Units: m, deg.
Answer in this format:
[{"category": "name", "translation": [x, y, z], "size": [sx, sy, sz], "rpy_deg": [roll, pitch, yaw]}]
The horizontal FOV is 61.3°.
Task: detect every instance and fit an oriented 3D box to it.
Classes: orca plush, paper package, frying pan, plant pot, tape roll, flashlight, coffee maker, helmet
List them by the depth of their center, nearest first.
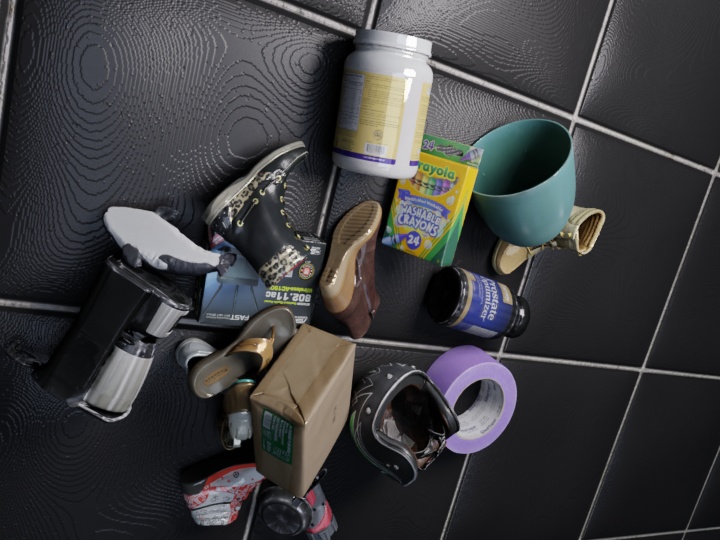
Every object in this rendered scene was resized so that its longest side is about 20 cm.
[{"category": "coffee maker", "translation": [-0.367, 0.082, 0.867], "size": [0.190, 0.134, 0.203], "rpy_deg": [30, 92, -30]}, {"category": "orca plush", "translation": [-0.280, -0.031, 0.895], "size": [0.194, 0.072, 0.108], "rpy_deg": [10, 59, -7]}, {"category": "paper package", "translation": [-0.091, 0.226, 0.993], "size": [0.192, 0.101, 0.204], "rpy_deg": [-55, 158, -46]}, {"category": "plant pot", "translation": [0.296, -0.144, 1.098], "size": [0.199, 0.200, 0.162], "rpy_deg": [-39, 130, -9]}, {"category": "helmet", "translation": [0.067, 0.272, 1.119], "size": [0.199, 0.200, 0.191], "rpy_deg": [-42, 78, -7]}, {"category": "frying pan", "translation": [-0.114, 0.440, 1.123], "size": [0.186, 0.031, 0.117], "rpy_deg": [-25, 108, 23]}, {"category": "flashlight", "translation": [-0.105, 0.427, 1.160], "size": [0.066, 0.068, 0.204], "rpy_deg": [-12, 116, 18]}, {"category": "tape roll", "translation": [0.221, 0.266, 1.257], "size": [0.194, 0.085, 0.206], "rpy_deg": [-8, 110, -23]}]

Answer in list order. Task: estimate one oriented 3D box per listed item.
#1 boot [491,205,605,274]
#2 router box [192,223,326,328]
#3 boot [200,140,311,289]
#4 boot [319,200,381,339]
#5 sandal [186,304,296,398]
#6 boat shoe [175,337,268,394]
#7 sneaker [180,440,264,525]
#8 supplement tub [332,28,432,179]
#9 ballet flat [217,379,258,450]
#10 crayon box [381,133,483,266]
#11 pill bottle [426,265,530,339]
[{"category": "boot", "translation": [0.360, -0.056, 1.175], "size": [0.200, 0.155, 0.073], "rpy_deg": [-44, 121, -6]}, {"category": "router box", "translation": [-0.164, 0.010, 0.986], "size": [0.195, 0.062, 0.154], "rpy_deg": [5, 106, -28]}, {"category": "boot", "translation": [-0.121, -0.086, 0.921], "size": [0.154, 0.073, 0.203], "rpy_deg": [48, 63, -2]}, {"category": "boot", "translation": [0.000, 0.000, 1.071], "size": [0.203, 0.071, 0.167], "rpy_deg": [-62, 147, -22]}, {"category": "sandal", "translation": [-0.179, 0.133, 0.949], "size": [0.197, 0.054, 0.083], "rpy_deg": [-33, 116, -19]}, {"category": "boat shoe", "translation": [-0.217, 0.181, 1.012], "size": [0.199, 0.071, 0.071], "rpy_deg": [34, 91, -31]}, {"category": "sneaker", "translation": [-0.215, 0.381, 1.087], "size": [0.196, 0.067, 0.111], "rpy_deg": [-16, 115, -18]}, {"category": "supplement tub", "translation": [0.036, -0.257, 0.949], "size": [0.141, 0.145, 0.206], "rpy_deg": [2, 106, -27]}, {"category": "ballet flat", "translation": [-0.198, 0.244, 0.982], "size": [0.066, 0.074, 0.201], "rpy_deg": [8, 147, -20]}, {"category": "crayon box", "translation": [0.122, -0.125, 1.046], "size": [0.051, 0.123, 0.206], "rpy_deg": [-4, 112, -59]}, {"category": "pill bottle", "translation": [0.233, 0.069, 1.180], "size": [0.196, 0.112, 0.115], "rpy_deg": [16, 100, -30]}]
